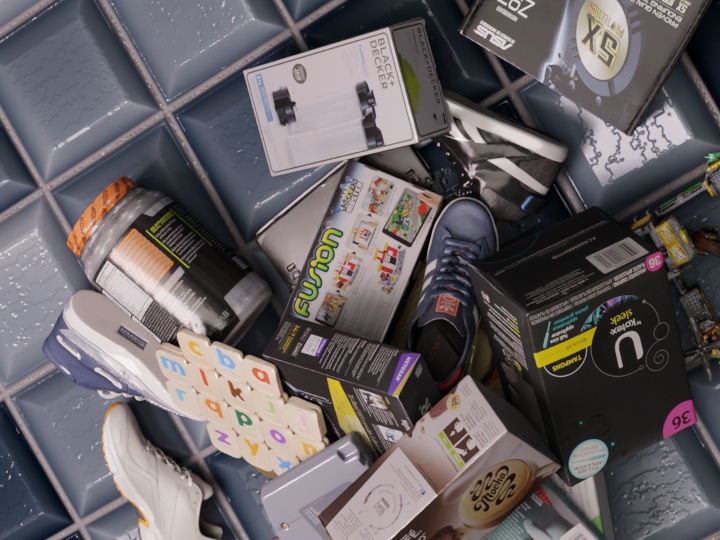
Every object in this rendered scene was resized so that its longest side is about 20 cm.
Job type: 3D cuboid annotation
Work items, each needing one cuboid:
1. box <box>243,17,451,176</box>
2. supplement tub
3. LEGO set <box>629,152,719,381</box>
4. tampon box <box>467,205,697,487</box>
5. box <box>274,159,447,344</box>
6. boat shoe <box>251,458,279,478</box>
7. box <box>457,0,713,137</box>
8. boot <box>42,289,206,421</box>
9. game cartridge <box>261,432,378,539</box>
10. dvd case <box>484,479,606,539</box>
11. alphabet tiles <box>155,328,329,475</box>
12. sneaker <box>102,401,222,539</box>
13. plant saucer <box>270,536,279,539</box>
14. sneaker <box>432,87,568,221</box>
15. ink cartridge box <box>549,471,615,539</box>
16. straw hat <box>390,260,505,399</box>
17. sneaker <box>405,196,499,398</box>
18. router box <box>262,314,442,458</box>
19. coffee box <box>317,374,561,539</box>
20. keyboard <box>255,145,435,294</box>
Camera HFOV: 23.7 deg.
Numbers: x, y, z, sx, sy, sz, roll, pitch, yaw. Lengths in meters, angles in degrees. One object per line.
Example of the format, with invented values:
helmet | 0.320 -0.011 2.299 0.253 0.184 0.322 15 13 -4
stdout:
box | -0.015 -0.171 1.704 0.198 0.060 0.118 -9 99 40
supplement tub | -0.200 0.002 1.785 0.200 0.123 0.123 41 106 4
LEGO set | 0.345 -0.006 1.660 0.152 0.116 0.202 -21 95 15
tampon box | 0.214 0.071 1.641 0.149 0.126 0.202 -25 119 -12
box | 0.000 0.000 1.735 0.109 0.035 0.202 23 86 13
boat shoe | -0.052 0.124 1.799 0.074 0.066 0.202 29 102 17
box | 0.222 -0.253 1.663 0.199 0.086 0.165 33 105 6
boot | -0.246 0.109 1.851 0.199 0.073 0.090 39 130 -1
game cartridge | -0.003 0.262 1.712 0.133 0.041 0.200 -32 113 15
dvd case | 0.125 0.284 1.693 0.200 0.022 0.146 -40 112 15
alphabet tiles | -0.116 0.137 1.723 0.198 0.015 0.197 20 145 27
sneaker | -0.210 0.227 1.858 0.091 0.076 0.202 -21 103 7
plant saucer | -0.054 0.385 1.853 0.198 0.051 0.203 2 99 12
sneaker | 0.098 -0.112 1.722 0.198 0.073 0.113 24 103 7
ink cartridge box | 0.154 0.254 1.765 0.198 0.084 0.147 -10 98 15
straw hat | 0.096 0.089 1.750 0.198 0.085 0.204 2 100 13
sneaker | 0.089 0.026 1.667 0.074 0.085 0.203 9 87 9
router box | 0.009 0.136 1.676 0.156 0.201 0.053 15 61 30
coffee box | 0.074 0.207 1.604 0.200 0.113 0.080 -44 49 9
keyboard | -0.004 -0.044 1.786 0.199 0.021 0.128 -37 84 17
